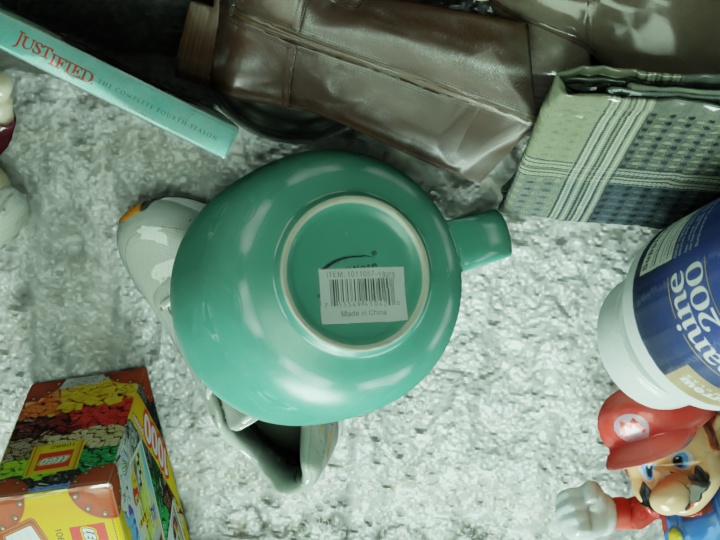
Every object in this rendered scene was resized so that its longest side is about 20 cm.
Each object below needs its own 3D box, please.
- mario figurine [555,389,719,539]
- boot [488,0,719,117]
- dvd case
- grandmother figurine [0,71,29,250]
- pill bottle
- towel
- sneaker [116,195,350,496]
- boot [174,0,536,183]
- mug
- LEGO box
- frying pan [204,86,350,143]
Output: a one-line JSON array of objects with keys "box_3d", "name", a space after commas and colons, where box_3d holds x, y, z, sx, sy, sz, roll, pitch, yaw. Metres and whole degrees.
[{"box_3d": [0.199, 0.153, 1.639, 0.123, 0.106, 0.200, -39, 118, -13], "name": "mario figurine"}, {"box_3d": [0.167, -0.156, 1.519, 0.200, 0.070, 0.146, -1, 113, 5], "name": "boot"}, {"box_3d": [-0.140, -0.106, 1.497, 0.146, 0.200, 0.022, 26, 91, -8], "name": "dvd case"}, {"box_3d": [-0.244, -0.097, 1.585, 0.121, 0.061, 0.200, 4, 126, 41], "name": "grandmother figurine"}, {"box_3d": [0.214, 0.014, 1.513, 0.111, 0.111, 0.200, 35, 151, -12], "name": "pill bottle"}, {"box_3d": [0.183, -0.067, 1.508, 0.193, 0.200, 0.035, 5, 71, -6], "name": "towel"}, {"box_3d": [-0.074, 0.045, 1.619, 0.076, 0.092, 0.200, -33, 108, 18], "name": "sneaker"}, {"box_3d": [0.015, -0.154, 1.501, 0.200, 0.064, 0.186, 18, 118, 4], "name": "boot"}, {"box_3d": [-0.011, -0.003, 1.551, 0.152, 0.114, 0.185, 42, 73, -9], "name": "mug"}, {"box_3d": [-0.153, 0.182, 1.658, 0.077, 0.149, 0.200, -9, 115, 8], "name": "LEGO box"}, {"box_3d": [-0.067, -0.152, 1.557, 0.190, 0.031, 0.115, 38, 106, -1], "name": "frying pan"}]
